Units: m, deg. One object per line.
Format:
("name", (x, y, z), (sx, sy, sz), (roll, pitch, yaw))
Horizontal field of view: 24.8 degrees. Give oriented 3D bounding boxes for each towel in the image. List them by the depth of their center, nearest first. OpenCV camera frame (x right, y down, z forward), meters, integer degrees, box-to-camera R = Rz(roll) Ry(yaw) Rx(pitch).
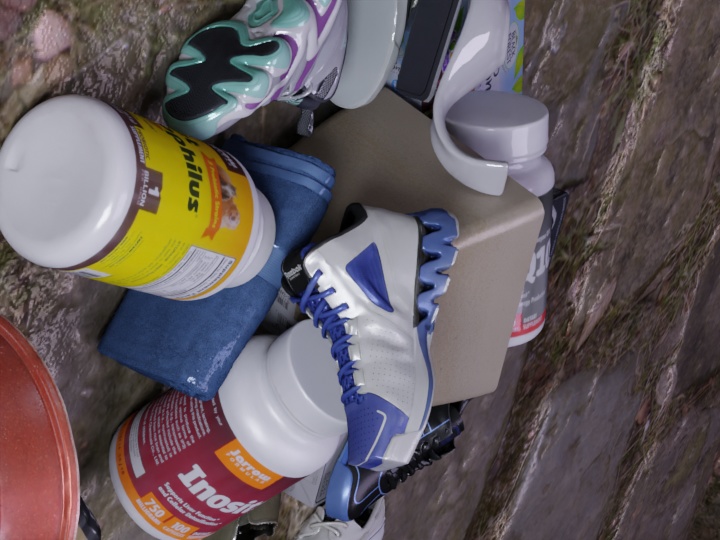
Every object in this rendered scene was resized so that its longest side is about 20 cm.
("towel", (-0.101, -0.002, 1.204), (0.200, 0.111, 0.049), (-59, 144, -16))

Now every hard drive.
("hard drive", (0.075, -0.251, 1.283), (0.140, 0.033, 0.201), (105, 2, -53))

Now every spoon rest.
("spoon rest", (0.086, -0.154, 1.294), (0.100, 0.060, 0.201), (98, -5, -57))

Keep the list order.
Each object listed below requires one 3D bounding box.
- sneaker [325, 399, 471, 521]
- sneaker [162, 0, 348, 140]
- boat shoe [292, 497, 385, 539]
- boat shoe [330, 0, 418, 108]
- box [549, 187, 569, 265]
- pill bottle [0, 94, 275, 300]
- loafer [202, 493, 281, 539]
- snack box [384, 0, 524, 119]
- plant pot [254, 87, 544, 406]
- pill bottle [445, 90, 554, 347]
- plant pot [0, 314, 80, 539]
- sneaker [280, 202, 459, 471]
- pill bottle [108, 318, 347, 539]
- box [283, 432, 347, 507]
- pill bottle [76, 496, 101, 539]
("sneaker", (0.045, 0.159, 1.535), (0.200, 0.078, 0.070), (-55, 153, -22))
("sneaker", (-0.063, -0.138, 1.202), (0.200, 0.078, 0.140), (-52, 151, -25))
("boat shoe", (-0.028, 0.267, 1.643), (0.200, 0.072, 0.066), (-26, 130, -55))
("boat shoe", (0.021, -0.226, 1.296), (0.064, 0.070, 0.201), (-14, 123, -58))
("box", (0.105, -0.020, 1.603), (0.200, 0.106, 0.123), (-26, 134, -53))
("pill bottle", (-0.140, -0.041, 1.081), (0.200, 0.109, 0.110), (18, 96, -60))
("loafer", (-0.094, 0.205, 1.456), (0.201, 0.069, 0.075), (-62, 155, -7))
("snack box", (0.077, -0.181, 1.449), (0.169, 0.067, 0.201), (-46, 149, -34))
("plant pot", (0.000, 0.000, 1.320), (0.177, 0.200, 0.201), (-22, 137, -37))
("pill bottle", (0.109, -0.044, 1.409), (0.114, 0.113, 0.201), (-32, 130, -50))
("plant pot", (-0.291, 0.121, 0.878), (0.195, 0.200, 0.202), (-5, 117, -52))
("sneaker", (-0.006, 0.037, 1.153), (0.081, 0.115, 0.200), (140, -37, -64))
("pill bottle", (-0.089, 0.119, 1.232), (0.200, 0.113, 0.113), (-35, 173, 34))
("box", (-0.005, 0.141, 1.586), (0.200, 0.060, 0.117), (-20, 129, -56))
("pill bottle", (-0.272, 0.216, 1.070), (0.200, 0.112, 0.112), (-51, 151, -28))
